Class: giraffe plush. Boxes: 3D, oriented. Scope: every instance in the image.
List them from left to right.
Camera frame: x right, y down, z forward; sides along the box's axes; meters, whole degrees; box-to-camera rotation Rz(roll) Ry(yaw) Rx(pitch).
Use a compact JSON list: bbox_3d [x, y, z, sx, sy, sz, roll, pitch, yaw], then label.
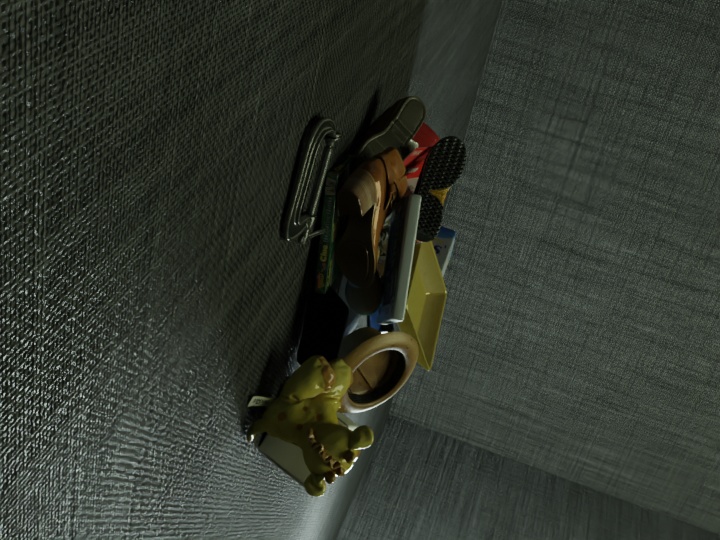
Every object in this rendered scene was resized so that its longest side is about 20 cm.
[{"bbox_3d":[-0.059,0.243,1.437,0.199,0.162,0.174,-10,135,-52],"label":"giraffe plush"}]

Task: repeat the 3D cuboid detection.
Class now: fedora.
[{"bbox_3d":[0.010,0.161,1.649,0.199,0.082,0.202,-24,142,-20],"label":"fedora"}]

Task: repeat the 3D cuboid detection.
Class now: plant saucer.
[{"bbox_3d":[0.107,0.054,1.789,0.201,0.048,0.201,68,28,-44],"label":"plant saucer"}]

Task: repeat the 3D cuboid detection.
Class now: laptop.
[{"bbox_3d":[-0.041,0.087,1.619,0.200,0.102,0.179,-39,148,-59],"label":"laptop"}]

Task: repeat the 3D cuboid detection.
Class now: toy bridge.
[{"bbox_3d":[0.068,-0.056,1.769,0.067,0.027,0.201,-42,164,-27],"label":"toy bridge"}]

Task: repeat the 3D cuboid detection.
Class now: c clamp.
[{"bbox_3d":[-0.067,-0.121,1.304,0.171,0.027,0.202,-44,153,-63],"label":"c clamp"}]

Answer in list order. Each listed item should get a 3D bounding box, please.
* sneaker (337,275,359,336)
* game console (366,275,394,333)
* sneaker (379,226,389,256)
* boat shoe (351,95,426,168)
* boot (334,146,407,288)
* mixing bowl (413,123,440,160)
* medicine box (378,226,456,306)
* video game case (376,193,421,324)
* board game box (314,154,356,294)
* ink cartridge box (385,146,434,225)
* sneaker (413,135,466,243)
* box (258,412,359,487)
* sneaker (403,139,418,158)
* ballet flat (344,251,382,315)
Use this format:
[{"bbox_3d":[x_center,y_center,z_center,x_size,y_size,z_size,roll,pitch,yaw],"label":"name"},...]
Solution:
[{"bbox_3d":[-0.032,0.068,1.793,0.201,0.073,0.116,-65,177,28],"label":"sneaker"},{"bbox_3d":[-0.009,0.123,1.801,0.200,0.117,0.173,110,-21,-63],"label":"game console"},{"bbox_3d":[0.026,-0.064,1.822,0.200,0.079,0.072,-47,158,-71],"label":"sneaker"},{"bbox_3d":[0.036,-0.211,1.593,0.200,0.072,0.068,-49,-156,-25],"label":"boat shoe"},{"bbox_3d":[0.021,-0.087,1.516,0.155,0.076,0.202,-48,138,-45],"label":"boot"},{"bbox_3d":[0.103,-0.220,1.918,0.200,0.107,0.202,19,90,-81],"label":"mixing bowl"},{"bbox_3d":[0.085,-0.007,1.986,0.103,0.180,0.202,95,16,-62],"label":"medicine box"},{"bbox_3d":[0.061,-0.014,1.564,0.182,0.023,0.203,146,-46,-81],"label":"video game case"},{"bbox_3d":[-0.040,-0.074,1.504,0.105,0.023,0.202,-60,160,-63],"label":"board game box"},{"bbox_3d":[0.079,-0.147,1.684,0.176,0.045,0.200,-42,172,23],"label":"ink cartridge box"},{"bbox_3d":[0.120,-0.141,1.658,0.202,0.069,0.090,-69,-165,-11],"label":"sneaker"},{"bbox_3d":[-0.087,0.296,1.668,0.128,0.108,0.200,-54,170,-5],"label":"box"},{"bbox_3d":[0.050,-0.190,1.734,0.079,0.079,0.201,101,12,-50],"label":"sneaker"},{"bbox_3d":[0.000,0.000,1.641,0.201,0.068,0.064,-94,169,-57],"label":"ballet flat"}]
